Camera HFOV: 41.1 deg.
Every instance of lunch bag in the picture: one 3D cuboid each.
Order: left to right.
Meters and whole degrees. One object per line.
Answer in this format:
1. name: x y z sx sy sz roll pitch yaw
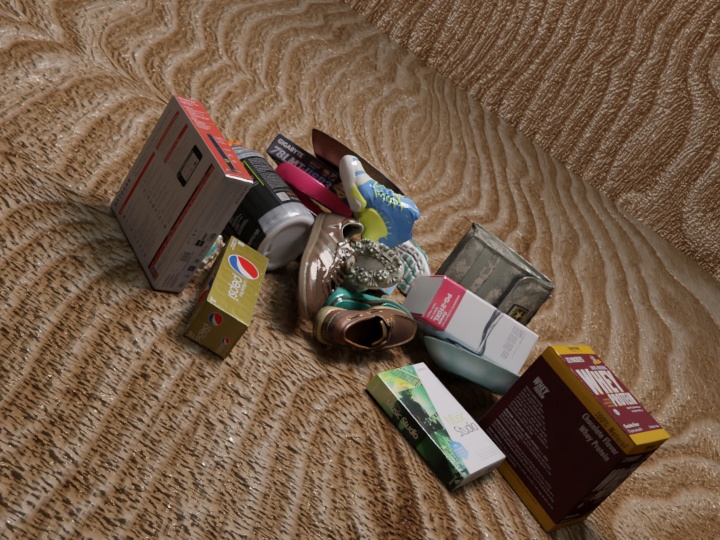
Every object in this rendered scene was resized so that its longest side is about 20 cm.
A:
1. lunch bag: 0.245 0.039 1.803 0.199 0.164 0.118 35 18 -6

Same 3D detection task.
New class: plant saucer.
1. plant saucer: -0.011 -0.169 1.645 0.200 0.037 0.200 35 -1 1
2. plant saucer: 0.187 0.165 1.577 0.200 0.039 0.201 25 -6 3

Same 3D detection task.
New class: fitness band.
1. fitness band: -0.085 -0.125 1.614 0.143 0.038 0.200 37 -5 -13

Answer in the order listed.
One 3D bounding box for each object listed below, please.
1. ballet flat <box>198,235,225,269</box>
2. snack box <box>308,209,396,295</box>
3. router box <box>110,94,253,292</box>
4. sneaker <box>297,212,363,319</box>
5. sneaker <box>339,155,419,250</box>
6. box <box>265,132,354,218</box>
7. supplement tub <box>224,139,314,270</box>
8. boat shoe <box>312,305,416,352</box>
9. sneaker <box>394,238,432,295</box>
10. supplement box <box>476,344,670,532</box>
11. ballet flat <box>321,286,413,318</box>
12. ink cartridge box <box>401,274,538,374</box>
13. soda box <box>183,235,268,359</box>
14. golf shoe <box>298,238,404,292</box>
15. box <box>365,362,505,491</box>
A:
1. ballet flat: -0.251 -0.076 1.401 0.200 0.064 0.076 53 -6 39
2. snack box: -0.025 -0.030 1.645 0.199 0.037 0.116 37 -3 -2
3. router box: -0.248 -0.104 1.306 0.049 0.200 0.180 9 36 -46
4. sneaker: -0.045 -0.012 1.449 0.075 0.071 0.201 3 51 10
5. sneaker: 0.034 -0.113 1.535 0.076 0.104 0.201 -109 180 -47
6. box: -0.056 -0.146 1.715 0.199 0.050 0.199 34 -5 19
7. supplement tub: -0.171 -0.108 1.523 0.122 0.123 0.200 1 43 -54
8. boat shoe: 0.019 0.094 1.469 0.199 0.073 0.067 5 8 -44
9. sneaker: 0.101 -0.015 1.815 0.091 0.078 0.201 22 29 -41
10. supplement box: 0.319 0.252 1.474 0.132 0.200 0.198 5 39 -51
11. ballet flat: 0.006 0.063 1.546 0.199 0.068 0.070 18 16 -43
12. ink cartridge box: 0.182 0.093 1.642 0.199 0.085 0.145 32 -7 -13
13. soda box: -0.181 0.033 1.325 0.067 0.064 0.200 32 24 -13
14. golf shoe: 0.000 0.000 1.540 0.199 0.079 0.097 9 -19 39
15. box: 0.113 0.227 1.433 0.200 0.036 0.144 47 24 22
